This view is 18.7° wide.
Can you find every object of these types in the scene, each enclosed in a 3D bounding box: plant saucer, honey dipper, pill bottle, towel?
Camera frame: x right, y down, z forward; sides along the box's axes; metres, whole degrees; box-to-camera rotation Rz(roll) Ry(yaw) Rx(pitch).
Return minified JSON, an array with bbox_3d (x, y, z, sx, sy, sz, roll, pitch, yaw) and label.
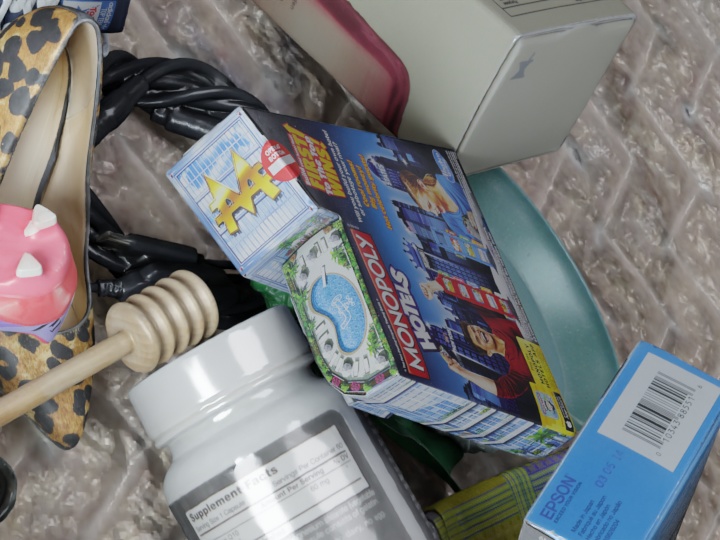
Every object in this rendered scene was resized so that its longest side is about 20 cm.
[{"bbox_3d":[0.090,0.016,1.322,0.200,0.036,0.201,46,25,-28],"label":"plant saucer"},{"bbox_3d":[-0.151,0.054,1.042,0.200,0.038,0.038,-29,86,-39],"label":"honey dipper"},{"bbox_3d":[-0.031,0.126,1.122,0.114,0.114,0.201,-24,83,-47],"label":"pill bottle"},{"bbox_3d":[0.113,0.180,1.272,0.199,0.023,0.144,-18,90,-47],"label":"towel"}]

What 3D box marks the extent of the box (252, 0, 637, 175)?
[{"bbox_3d":[0.042,-0.164,1.318,0.128,0.109,0.200,-16,53,-48],"label":"box"}]

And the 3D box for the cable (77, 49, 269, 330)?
[{"bbox_3d":[-0.099,-0.047,1.220,0.199,0.051,0.164,1,60,-40],"label":"cable"}]

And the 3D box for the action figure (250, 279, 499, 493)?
[{"bbox_3d":[0.008,0.045,1.223,0.200,0.055,0.119,35,33,-42],"label":"action figure"}]

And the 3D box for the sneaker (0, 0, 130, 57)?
[{"bbox_3d":[-0.188,-0.139,1.148,0.108,0.070,0.200,29,42,2],"label":"sneaker"}]

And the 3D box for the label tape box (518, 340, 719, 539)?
[{"bbox_3d":[0.129,0.158,1.200,0.063,0.201,0.144,27,51,15],"label":"label tape box"}]

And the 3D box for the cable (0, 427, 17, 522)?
[{"bbox_3d":[-0.235,0.116,1.010,0.200,0.050,0.097,-47,113,-35],"label":"cable"}]

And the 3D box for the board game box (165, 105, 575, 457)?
[{"bbox_3d":[0.000,0.000,1.135,0.199,0.062,0.201,21,38,-45],"label":"board game box"}]

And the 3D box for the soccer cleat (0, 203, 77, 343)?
[{"bbox_3d":[-0.232,-0.010,1.035,0.199,0.077,0.067,12,52,0],"label":"soccer cleat"}]

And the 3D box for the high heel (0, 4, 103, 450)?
[{"bbox_3d":[-0.150,-0.024,1.078,0.071,0.142,0.201,-6,69,-40],"label":"high heel"}]
